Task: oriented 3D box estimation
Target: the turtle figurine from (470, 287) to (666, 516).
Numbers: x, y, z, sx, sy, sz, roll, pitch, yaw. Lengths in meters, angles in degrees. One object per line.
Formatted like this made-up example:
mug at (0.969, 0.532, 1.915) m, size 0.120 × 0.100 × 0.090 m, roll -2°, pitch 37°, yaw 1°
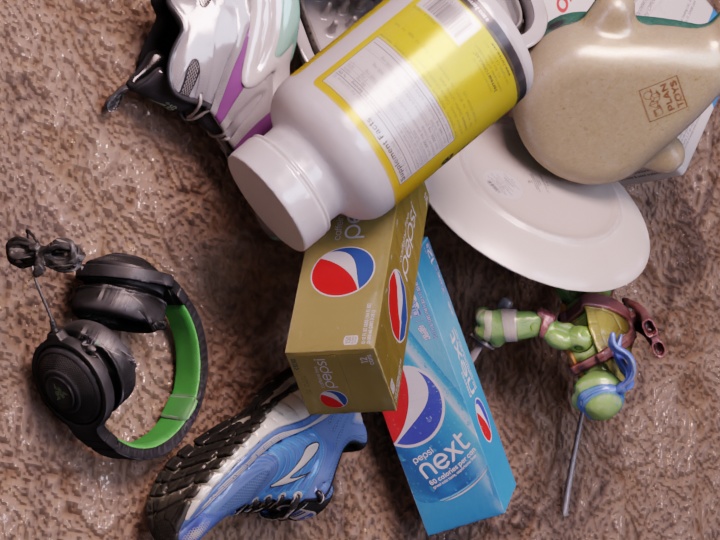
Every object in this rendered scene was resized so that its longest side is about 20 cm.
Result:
turtle figurine at (0.140, 0.048, 1.794) m, size 0.143 × 0.200 × 0.195 m, roll 16°, pitch 51°, yaw -15°

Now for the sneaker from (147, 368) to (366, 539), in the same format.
sneaker at (-0.061, 0.139, 1.594) m, size 0.200 × 0.078 × 0.090 m, roll -35°, pitch 104°, yaw -38°

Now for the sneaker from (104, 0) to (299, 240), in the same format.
sneaker at (-0.109, -0.111, 1.613) m, size 0.139 × 0.078 × 0.202 m, roll -12°, pitch 101°, yaw -24°

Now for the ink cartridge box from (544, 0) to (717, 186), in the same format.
ink cartridge box at (0.198, -0.188, 1.871) m, size 0.200 × 0.084 × 0.147 m, roll 44°, pitch 59°, yaw -26°

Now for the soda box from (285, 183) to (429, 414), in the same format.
soda box at (0.000, 0.000, 1.601) m, size 0.068 × 0.063 × 0.201 m, roll 70°, pitch 21°, yaw -45°

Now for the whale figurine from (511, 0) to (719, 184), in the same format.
whale figurine at (0.208, -0.148, 1.739) m, size 0.104 × 0.199 × 0.160 m, roll -95°, pitch 162°, yaw -59°

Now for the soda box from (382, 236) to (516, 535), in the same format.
soda box at (0.049, 0.084, 1.699) m, size 0.068 × 0.064 × 0.201 m, roll -49°, pitch 119°, yaw -73°

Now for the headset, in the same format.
headset at (-0.160, 0.041, 1.522) m, size 0.200 × 0.093 × 0.124 m, roll 48°, pitch 55°, yaw -39°

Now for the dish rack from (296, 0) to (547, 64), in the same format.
dish rack at (0.024, -0.218, 1.705) m, size 0.199 × 0.044 × 0.173 m, roll -13°, pitch 75°, yaw -23°

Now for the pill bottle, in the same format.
pill bottle at (0.011, -0.106, 1.565) m, size 0.200 × 0.112 × 0.112 m, roll -40°, pitch 110°, yaw -13°

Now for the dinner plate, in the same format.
dinner plate at (0.132, -0.060, 1.754) m, size 0.199 × 0.024 × 0.201 m, roll 17°, pitch 37°, yaw -13°
